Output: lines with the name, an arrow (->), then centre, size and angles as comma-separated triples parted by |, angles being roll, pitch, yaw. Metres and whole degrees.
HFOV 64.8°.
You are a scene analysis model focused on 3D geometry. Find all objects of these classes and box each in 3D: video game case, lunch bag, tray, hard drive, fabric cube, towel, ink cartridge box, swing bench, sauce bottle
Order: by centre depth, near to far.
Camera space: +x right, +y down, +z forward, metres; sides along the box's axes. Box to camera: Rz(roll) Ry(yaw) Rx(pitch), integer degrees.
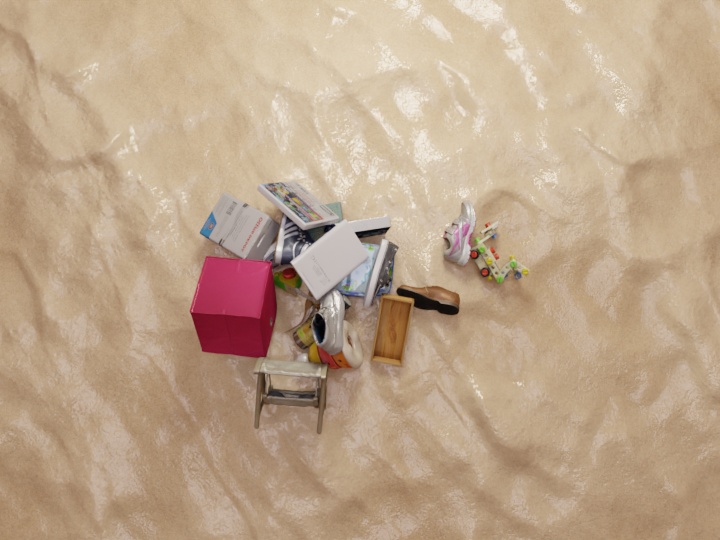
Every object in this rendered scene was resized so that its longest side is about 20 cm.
swing bench -> -0.193, 0.335, 1.605 | 0.194, 0.130, 0.204 | 6, 114, 0
fabric cube -> -0.350, 0.104, 1.607 | 0.195, 0.201, 0.199 | 6, 50, 1
hard drive -> -0.085, -0.031, 1.612 | 0.199, 0.025, 0.133 | -39, 109, -13
sauce bottle -> -0.112, 0.149, 1.678 | 0.199, 0.065, 0.065 | -41, 83, 10
tray -> 0.093, 0.175, 1.679 | 0.096, 0.037, 0.205 | 10, 104, 2
video game case -> -0.182, -0.196, 1.680 | 0.199, 0.181, 0.023 | 41, 118, 17
ink cartridge box -> -0.360, -0.123, 1.696 | 0.198, 0.086, 0.148 | 28, 84, 25
lunch bag -> 0.000, 0.000, 1.701 | 0.195, 0.082, 0.165 | 6, 87, -6
ink cartridge box -> -0.011, -0.123, 1.705 | 0.195, 0.099, 0.040 | -8, 82, -9
towel -> -0.117, -0.102, 1.757 | 0.143, 0.022, 0.205 | -8, 84, 0

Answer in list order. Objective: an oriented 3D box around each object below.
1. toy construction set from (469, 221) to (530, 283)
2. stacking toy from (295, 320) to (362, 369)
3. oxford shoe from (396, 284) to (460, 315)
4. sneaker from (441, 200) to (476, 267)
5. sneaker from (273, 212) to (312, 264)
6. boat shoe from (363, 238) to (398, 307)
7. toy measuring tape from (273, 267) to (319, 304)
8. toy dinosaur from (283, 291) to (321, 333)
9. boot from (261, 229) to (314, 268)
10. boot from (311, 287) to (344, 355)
toy construction set -> 0.409, -0.047, 1.709 | 0.130, 0.092, 0.203 | -32, 74, 21
stacking toy -> -0.102, 0.247, 1.676 | 0.197, 0.146, 0.149 | -24, 82, 16
oxford shoe -> 0.205, 0.075, 1.718 | 0.196, 0.072, 0.072 | 16, 55, 3
sneaker -> 0.297, -0.117, 1.725 | 0.086, 0.081, 0.205 | 10, 82, 0
sneaker -> -0.186, -0.101, 1.656 | 0.106, 0.071, 0.204 | 9, 59, -4
boat shoe -> 0.063, 0.014, 1.640 | 0.065, 0.070, 0.204 | 17, 82, -5
toy measuring tape -> -0.182, 0.041, 1.695 | 0.197, 0.073, 0.075 | 22, 82, 32
toy dinosaur -> -0.149, 0.108, 1.721 | 0.104, 0.060, 0.204 | 10, 78, 26
boot -> -0.226, -0.042, 1.709 | 0.200, 0.073, 0.091 | -44, 69, 2
boot -> -0.093, 0.127, 1.578 | 0.072, 0.095, 0.204 | -19, 59, 21
